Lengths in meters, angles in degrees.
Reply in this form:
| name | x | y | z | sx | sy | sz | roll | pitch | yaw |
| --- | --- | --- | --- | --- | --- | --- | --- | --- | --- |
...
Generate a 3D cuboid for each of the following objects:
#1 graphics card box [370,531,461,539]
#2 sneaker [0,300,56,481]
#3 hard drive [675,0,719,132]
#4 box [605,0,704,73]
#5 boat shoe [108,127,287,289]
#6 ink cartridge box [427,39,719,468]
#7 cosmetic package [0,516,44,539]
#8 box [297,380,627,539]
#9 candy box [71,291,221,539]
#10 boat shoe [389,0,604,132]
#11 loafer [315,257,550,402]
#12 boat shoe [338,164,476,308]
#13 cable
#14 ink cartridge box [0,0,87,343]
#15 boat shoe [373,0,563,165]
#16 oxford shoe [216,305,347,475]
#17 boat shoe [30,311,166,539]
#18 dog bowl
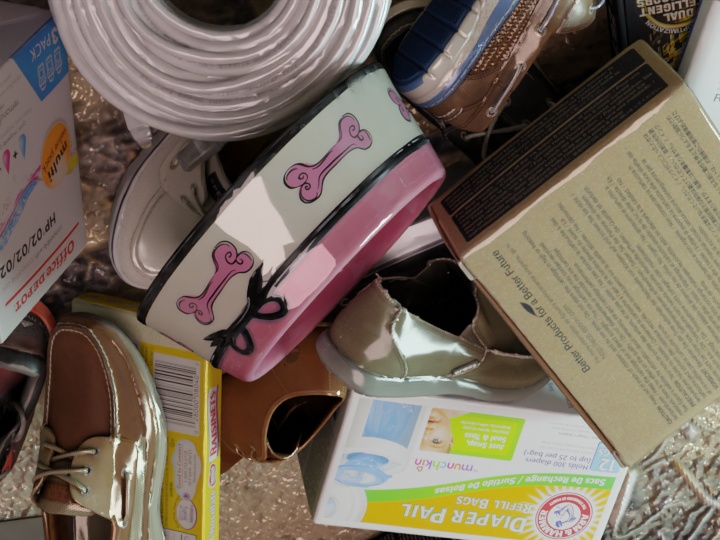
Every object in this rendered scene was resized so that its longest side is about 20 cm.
| name | x | y | z | sx | sy | sz | roll | pitch | yaw |
| --- | --- | --- | --- | --- | --- | --- | --- | --- | --- |
| graphics card box | 0.022 | 0.238 | 1.506 | 0.199 | 0.126 | 0.051 | -32 | 123 | 9 |
| sneaker | -0.251 | 0.110 | 1.398 | 0.077 | 0.082 | 0.201 | 15 | 118 | -19 |
| hard drive | 0.242 | -0.073 | 1.354 | 0.131 | 0.025 | 0.201 | 6 | 123 | -15 |
| box | 0.250 | -0.151 | 1.346 | 0.199 | 0.049 | 0.162 | -12 | 127 | -2 |
| boat shoe | -0.085 | -0.059 | 1.328 | 0.071 | 0.070 | 0.200 | 31 | 112 | -26 |
| ink cartridge box | 0.161 | -0.008 | 1.309 | 0.164 | 0.075 | 0.200 | -37 | 123 | 5 |
| cosmetic package | -0.235 | 0.243 | 1.507 | 0.198 | 0.052 | 0.152 | -7 | 120 | -6 |
| box | 0.069 | 0.102 | 1.441 | 0.199 | 0.102 | 0.113 | 8 | 121 | -15 |
| candy box | -0.136 | 0.119 | 1.401 | 0.102 | 0.026 | 0.201 | 12 | 110 | 27 |
| boat shoe | 0.101 | -0.170 | 1.282 | 0.072 | 0.072 | 0.200 | 35 | 98 | -31 |
| loafer | 0.064 | 0.034 | 1.351 | 0.199 | 0.075 | 0.070 | -5 | 133 | -47 |
| boat shoe | 0.000 | 0.000 | 1.389 | 0.199 | 0.070 | 0.067 | -25 | 122 | -3 |
| cable | -0.080 | -0.172 | 1.226 | 0.199 | 0.069 | 0.201 | -29 | 101 | 10 |
| ink cartridge box | -0.215 | -0.041 | 1.279 | 0.067 | 0.115 | 0.201 | 11 | 125 | 18 |
| boat shoe | 0.088 | -0.092 | 1.343 | 0.072 | 0.068 | 0.200 | -42 | 119 | 18 |
| oxford shoe | -0.070 | 0.096 | 1.399 | 0.071 | 0.072 | 0.200 | 5 | 149 | -30 |
| boat shoe | -0.164 | 0.127 | 1.359 | 0.075 | 0.072 | 0.201 | 0 | 104 | 31 |
| dog bowl | -0.032 | -0.020 | 1.253 | 0.074 | 0.200 | 0.200 | 44 | 109 | 4 |
